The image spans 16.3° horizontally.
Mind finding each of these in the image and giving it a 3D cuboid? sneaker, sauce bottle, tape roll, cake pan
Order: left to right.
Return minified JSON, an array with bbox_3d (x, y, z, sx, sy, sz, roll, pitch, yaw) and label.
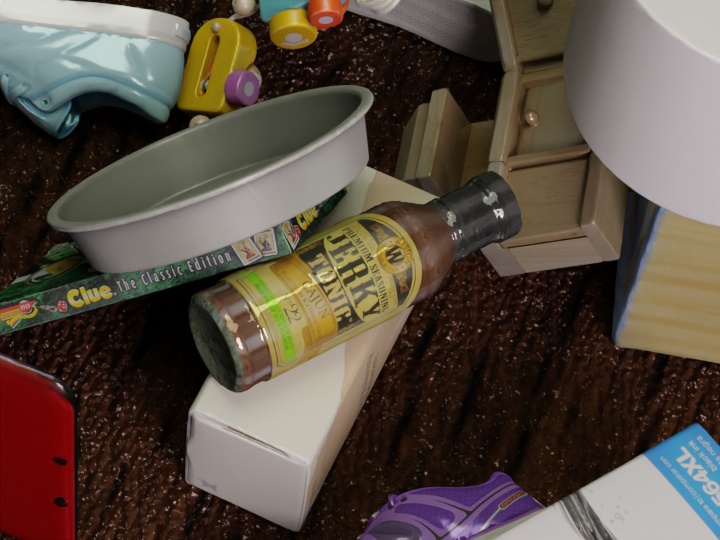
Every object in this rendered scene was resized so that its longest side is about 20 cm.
[{"bbox_3d":[-0.209,-0.127,1.586,0.198,0.074,0.083,3,80,10],"label":"sneaker"},{"bbox_3d":[-0.081,-0.051,1.437,0.199,0.200,0.037,-27,105,-20],"label":"cake pan"},{"bbox_3d":[0.000,0.000,1.423,0.199,0.065,0.065,-28,65,-21],"label":"sauce bottle"},{"bbox_3d":[0.016,0.172,1.434,0.199,0.081,0.084,-17,45,-24],"label":"sneaker"},{"bbox_3d":[0.030,-0.227,1.677,0.199,0.074,0.116,27,57,0],"label":"sneaker"},{"bbox_3d":[0.218,-0.142,1.369,0.201,0.139,0.204,3,58,-5],"label":"tape roll"}]

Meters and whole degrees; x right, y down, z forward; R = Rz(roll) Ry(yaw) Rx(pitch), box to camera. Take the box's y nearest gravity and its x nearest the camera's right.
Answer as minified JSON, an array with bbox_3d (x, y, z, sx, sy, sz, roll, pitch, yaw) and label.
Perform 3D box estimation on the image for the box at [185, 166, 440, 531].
[{"bbox_3d":[-0.027,0.041,1.486,0.077,0.095,0.201,23,60,8],"label":"box"}]

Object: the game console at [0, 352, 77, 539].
[{"bbox_3d":[-0.224,0.046,1.398,0.118,0.200,0.173,-5,58,-10],"label":"game console"}]

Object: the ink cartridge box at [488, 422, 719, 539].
[{"bbox_3d":[0.115,0.188,1.360,0.199,0.146,0.084,-24,63,-32],"label":"ink cartridge box"}]

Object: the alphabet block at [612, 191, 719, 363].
[{"bbox_3d":[0.271,-0.061,1.522,0.198,0.197,0.197,9,59,-1],"label":"alphabet block"}]

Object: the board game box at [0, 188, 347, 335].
[{"bbox_3d":[-0.113,-0.012,1.462,0.199,0.024,0.105,-15,18,23],"label":"board game box"}]

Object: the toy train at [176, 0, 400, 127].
[{"bbox_3d":[-0.044,-0.118,1.581,0.150,0.056,0.201,41,98,39],"label":"toy train"}]

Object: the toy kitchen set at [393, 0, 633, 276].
[{"bbox_3d":[0.062,-0.124,1.513,0.162,0.181,0.201,-9,52,28],"label":"toy kitchen set"}]
